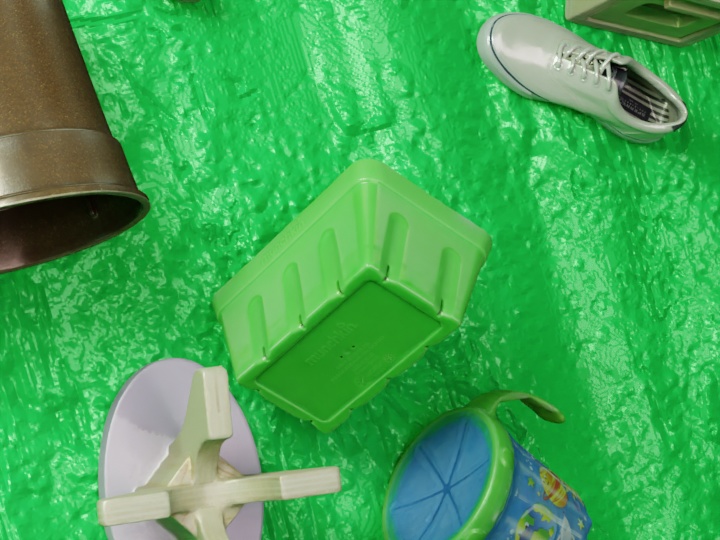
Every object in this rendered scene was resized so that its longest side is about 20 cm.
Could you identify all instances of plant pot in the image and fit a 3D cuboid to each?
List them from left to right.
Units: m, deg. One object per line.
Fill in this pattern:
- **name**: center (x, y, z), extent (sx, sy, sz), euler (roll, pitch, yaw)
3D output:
- **plant pot**: center (-0.269, -0.113, 1.232), extent (0.200, 0.200, 0.199), euler (-11, 79, -25)

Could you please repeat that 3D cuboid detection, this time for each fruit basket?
- **fruit basket**: center (0.000, 0.000, 1.344), extent (0.155, 0.215, 0.216), euler (32, 71, -25)

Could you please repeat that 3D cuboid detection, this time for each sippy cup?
- **sippy cup**: center (0.108, 0.196, 1.389), extent (0.130, 0.140, 0.178), euler (31, 110, -28)

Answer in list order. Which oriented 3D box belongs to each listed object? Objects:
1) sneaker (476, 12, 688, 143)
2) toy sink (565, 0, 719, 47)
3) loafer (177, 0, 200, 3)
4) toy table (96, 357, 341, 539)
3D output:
- **sneaker**: center (0.197, -0.173, 1.503), extent (0.200, 0.071, 0.073), euler (21, 75, -20)
- **toy sink**: center (0.282, -0.271, 1.484), extent (0.130, 0.200, 0.112), euler (9, 79, -24)
- **loafer**: center (-0.193, -0.285, 1.345), extent (0.200, 0.070, 0.070), euler (38, 78, -14)
- **toy table**: center (-0.120, 0.164, 1.292), extent (0.184, 0.117, 0.200), euler (-18, 91, -25)
